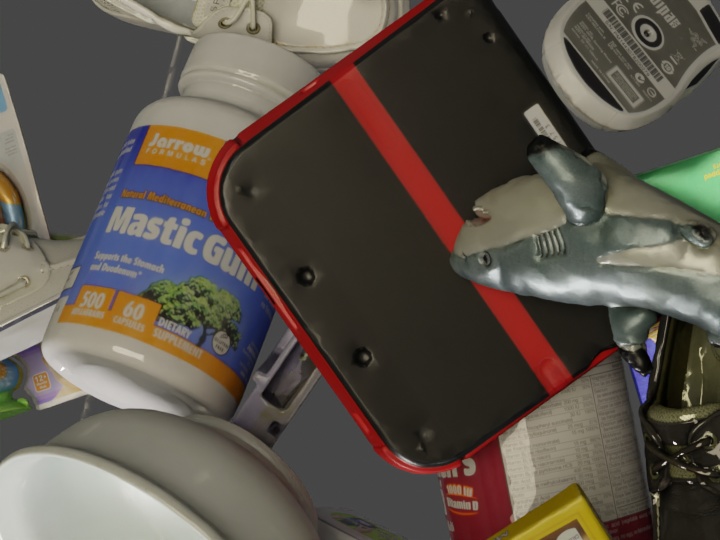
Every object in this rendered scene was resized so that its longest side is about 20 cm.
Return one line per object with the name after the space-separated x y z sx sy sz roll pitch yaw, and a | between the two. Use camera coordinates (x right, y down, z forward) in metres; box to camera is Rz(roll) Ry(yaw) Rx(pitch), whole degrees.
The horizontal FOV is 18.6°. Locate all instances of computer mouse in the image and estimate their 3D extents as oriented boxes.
0.147 -0.123 1.108 0.110 0.200 0.044 53 138 2 | computer mouse

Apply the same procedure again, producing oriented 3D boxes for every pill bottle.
-0.088 -0.024 1.198 0.112 0.112 0.201 14 71 18 | pill bottle
0.090 0.077 1.168 0.109 0.110 0.201 -12 88 19 | pill bottle

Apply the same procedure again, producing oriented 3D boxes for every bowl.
-0.084 0.138 1.120 0.201 0.090 0.202 27 143 22 | bowl

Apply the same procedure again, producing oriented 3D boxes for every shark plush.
0.142 0.010 1.040 0.199 0.091 0.084 29 100 9 | shark plush

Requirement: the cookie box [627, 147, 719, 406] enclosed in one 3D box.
0.224 0.030 1.139 0.171 0.075 0.201 -18 87 17 | cookie box

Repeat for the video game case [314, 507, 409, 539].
0.018 0.247 1.132 0.181 0.045 0.201 22 100 41 | video game case

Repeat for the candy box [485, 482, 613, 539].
0.046 0.196 1.034 0.200 0.026 0.102 -33 102 3 | candy box

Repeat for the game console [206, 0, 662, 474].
0.040 -0.017 1.095 0.177 0.031 0.200 -36 96 -5 | game console

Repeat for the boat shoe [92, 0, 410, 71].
-0.073 -0.154 1.236 0.199 0.069 0.071 9 92 17 | boat shoe

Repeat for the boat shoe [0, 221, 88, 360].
-0.202 0.007 1.253 0.199 0.071 0.070 -27 100 -6 | boat shoe

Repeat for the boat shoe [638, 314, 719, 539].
0.164 0.077 1.059 0.072 0.066 0.202 -4 70 42 | boat shoe

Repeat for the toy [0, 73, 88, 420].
-0.242 -0.006 1.310 0.115 0.047 0.201 -19 86 16 | toy

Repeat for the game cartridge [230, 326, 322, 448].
0.000 0.000 1.186 0.038 0.130 0.200 34 102 -4 | game cartridge
